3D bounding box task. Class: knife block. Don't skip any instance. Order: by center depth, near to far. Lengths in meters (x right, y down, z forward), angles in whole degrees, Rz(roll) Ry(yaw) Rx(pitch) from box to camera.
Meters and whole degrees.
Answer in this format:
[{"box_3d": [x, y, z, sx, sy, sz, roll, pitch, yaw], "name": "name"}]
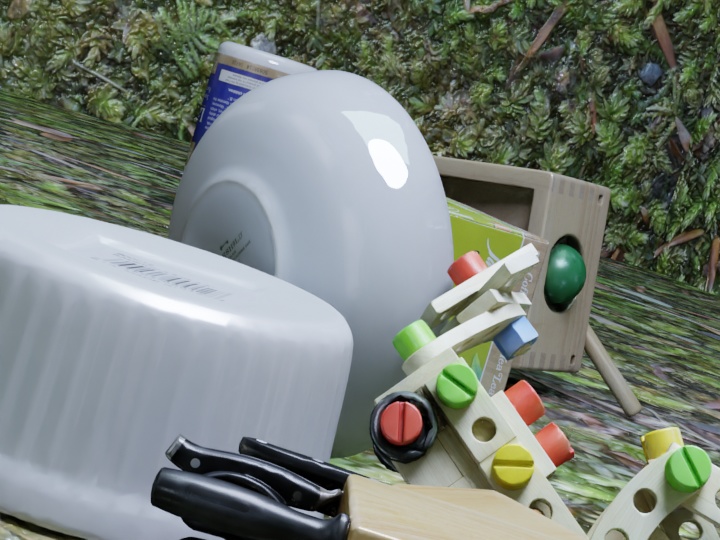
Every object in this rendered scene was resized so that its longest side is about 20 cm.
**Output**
[{"box_3d": [0.017, 0.116, 0.523, 0.199, 0.065, 0.175, 23, 9, 42], "name": "knife block"}]

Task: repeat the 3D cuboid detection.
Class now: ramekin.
[{"box_3d": [-0.098, 0.042, 0.692, 0.198, 0.099, 0.201, 17, 6, -2], "name": "ramekin"}]

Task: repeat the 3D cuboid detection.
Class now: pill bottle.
[{"box_3d": [-0.122, -0.131, 1.694, 0.114, 0.202, 0.116, 17, 5, -1], "name": "pill bottle"}]

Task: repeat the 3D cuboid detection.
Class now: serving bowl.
[{"box_3d": [-0.042, -0.002, 0.816, 0.065, 0.203, 0.199, -2, 17, -41], "name": "serving bowl"}]

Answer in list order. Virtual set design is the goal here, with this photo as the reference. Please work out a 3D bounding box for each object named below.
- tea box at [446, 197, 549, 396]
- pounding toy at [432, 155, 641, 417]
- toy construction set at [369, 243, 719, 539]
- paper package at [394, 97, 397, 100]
[{"box_3d": [0.000, 0.000, 1.173, 0.195, 0.135, 0.200, 15, 6, -21], "name": "tea box"}, {"box_3d": [0.133, 0.012, 1.338, 0.198, 0.186, 0.142, 11, 2, 37], "name": "pounding toy"}, {"box_3d": [0.081, 0.073, 0.692, 0.201, 0.130, 0.092, 53, -8, 28], "name": "toy construction set"}, {"box_3d": [-0.031, -0.186, 2.444, 0.102, 0.202, 0.191, 16, 5, -10], "name": "paper package"}]
